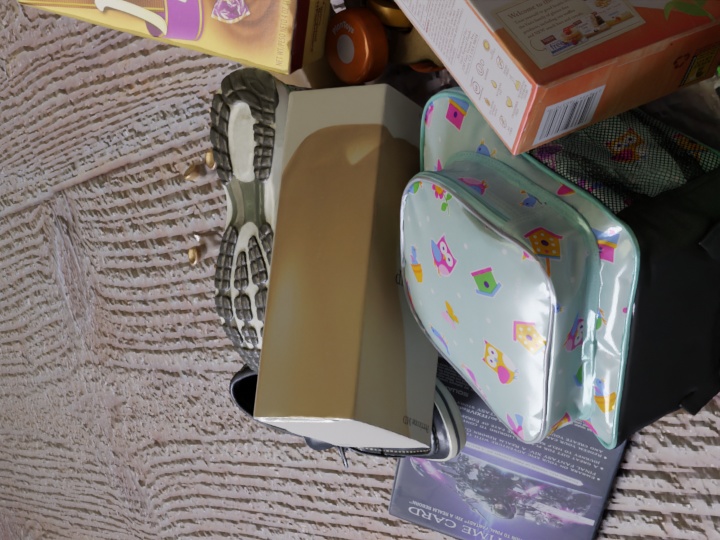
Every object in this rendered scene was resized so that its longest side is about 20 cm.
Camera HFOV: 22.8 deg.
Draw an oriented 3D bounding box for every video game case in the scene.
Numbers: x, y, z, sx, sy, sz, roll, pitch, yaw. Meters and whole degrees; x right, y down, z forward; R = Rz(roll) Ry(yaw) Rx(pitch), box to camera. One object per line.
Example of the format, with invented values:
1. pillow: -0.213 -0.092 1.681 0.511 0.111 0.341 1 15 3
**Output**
1. video game case: 0.096 0.119 1.162 0.142 0.019 0.201 19 138 10

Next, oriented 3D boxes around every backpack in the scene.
1. backpack: 0.105 -0.017 0.989 0.200 0.152 0.177 -126 23 -44

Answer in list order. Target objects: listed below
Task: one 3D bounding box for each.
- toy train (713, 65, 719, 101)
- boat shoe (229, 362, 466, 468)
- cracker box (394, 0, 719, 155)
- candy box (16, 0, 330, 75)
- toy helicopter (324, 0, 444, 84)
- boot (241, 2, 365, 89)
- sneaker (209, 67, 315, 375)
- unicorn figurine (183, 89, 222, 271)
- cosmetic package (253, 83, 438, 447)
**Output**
1. toy train: 0.225 -0.019 0.874 0.201 0.041 0.056 67 165 3
2. boat shoe: -0.011 0.088 1.153 0.199 0.062 0.075 15 128 45
3. cracker box: 0.084 -0.167 0.927 0.201 0.133 0.058 56 153 26
4. candy box: -0.115 -0.204 1.104 0.199 0.056 0.118 17 115 20
5. toy helicopter: 0.054 -0.190 1.067 0.199 0.078 0.134 -3 98 52
6. boot: -0.037 -0.091 1.234 0.174 0.066 0.201 0 129 44
7. sneaker: -0.039 -0.028 1.127 0.077 0.088 0.202 10 104 47
8. unicorn figurine: -0.068 -0.035 1.364 0.074 0.137 0.202 30 117 44
9. cosmetic package: 0.000 0.000 1.068 0.071 0.105 0.202 -2 77 29
